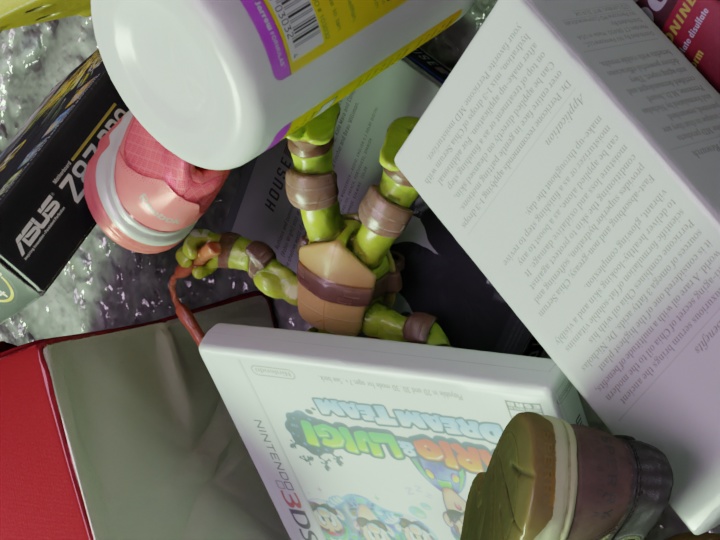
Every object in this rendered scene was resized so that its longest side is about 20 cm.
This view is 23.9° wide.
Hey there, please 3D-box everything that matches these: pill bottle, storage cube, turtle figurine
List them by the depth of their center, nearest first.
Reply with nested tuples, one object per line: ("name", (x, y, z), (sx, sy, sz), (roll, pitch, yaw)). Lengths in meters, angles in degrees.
("pill bottle", (-0.014, -0.134, 0.746), (0.104, 0.199, 0.105), (33, 143, 30))
("turtle figurine", (0.000, 0.000, 0.824), (0.199, 0.064, 0.163), (27, 130, 20))
("storage cube", (-0.143, 0.124, 0.933), (0.179, 0.170, 0.202), (-19, 85, 41))

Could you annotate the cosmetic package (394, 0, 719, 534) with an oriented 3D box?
("cosmetic package", (0.114, -0.012, 0.670), (0.201, 0.071, 0.102), (53, 131, 20))

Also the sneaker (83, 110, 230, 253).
("sneaker", (-0.061, -0.102, 0.823), (0.087, 0.073, 0.202), (-23, 43, 53))

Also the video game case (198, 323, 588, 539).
("video game case", (0.033, 0.108, 0.811), (0.198, 0.024, 0.183), (5, 130, 36))

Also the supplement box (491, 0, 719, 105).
("supplement box", (0.143, -0.068, 0.721), (0.200, 0.061, 0.110), (43, 124, 28))

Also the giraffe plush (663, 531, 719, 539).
("giraffe plush", (0.159, 0.228, 0.705), (0.201, 0.171, 0.163), (63, 144, 35))

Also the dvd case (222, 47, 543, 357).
("dvd case", (0.021, -0.029, 0.859), (0.200, 0.025, 0.151), (40, 122, 29))

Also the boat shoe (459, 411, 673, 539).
("boat shoe", (0.077, 0.111, 0.687), (0.201, 0.065, 0.073), (101, 176, -67))

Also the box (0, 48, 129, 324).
("box", (-0.161, -0.049, 0.894), (0.049, 0.201, 0.161), (41, 145, -15))

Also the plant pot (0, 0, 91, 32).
("plant pot", (-0.171, -0.235, 0.889), (0.193, 0.195, 0.202), (-13, 98, 42))
